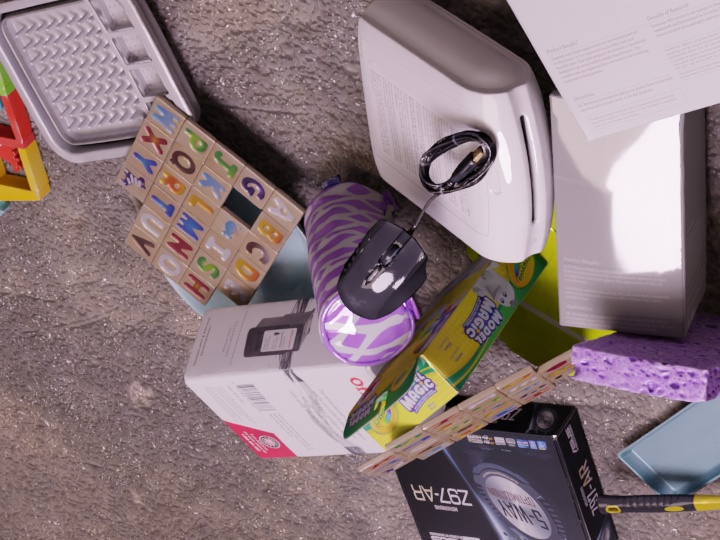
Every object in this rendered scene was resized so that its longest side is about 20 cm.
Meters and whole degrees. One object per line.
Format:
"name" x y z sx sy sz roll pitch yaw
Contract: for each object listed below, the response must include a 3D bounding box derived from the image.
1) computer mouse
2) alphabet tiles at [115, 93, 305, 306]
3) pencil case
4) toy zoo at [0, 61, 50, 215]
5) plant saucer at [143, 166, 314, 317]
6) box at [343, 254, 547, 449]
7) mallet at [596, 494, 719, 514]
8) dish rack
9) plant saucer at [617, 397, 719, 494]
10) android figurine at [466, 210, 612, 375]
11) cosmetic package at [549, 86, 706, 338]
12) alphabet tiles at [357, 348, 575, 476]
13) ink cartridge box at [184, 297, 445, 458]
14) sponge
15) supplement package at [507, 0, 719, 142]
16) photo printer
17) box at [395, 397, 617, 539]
"computer mouse" 0.039 -0.031 1.540 0.059 0.034 0.201 40 127 8
"alphabet tiles" -0.149 -0.051 1.863 0.167 0.008 0.200 38 140 3
"pencil case" 0.000 0.000 1.706 0.085 0.201 0.084 -17 121 5
"toy zoo" -0.377 -0.140 2.012 0.130 0.020 0.201 11 132 30
"plant saucer" -0.109 -0.021 1.897 0.199 0.039 0.202 21 135 22
"box" 0.066 0.063 1.648 0.048 0.200 0.117 44 138 -3
"mallet" 0.292 0.192 1.750 0.198 0.041 0.066 1 133 27
"dish rack" -0.236 -0.185 1.847 0.199 0.044 0.173 -5 123 40
"plant saucer" 0.300 0.137 1.736 0.070 0.019 0.200 43 139 -2
"android figurine" 0.169 0.011 1.707 0.181 0.041 0.201 30 138 12
"cosmetic package" 0.205 -0.056 1.554 0.106 0.090 0.202 8 118 19
"alphabet tiles" 0.094 0.119 1.679 0.006 0.199 0.166 62 -174 13
"ink cartridge box" -0.036 0.098 1.865 0.198 0.084 0.145 -6 142 31
"sponge" 0.256 0.064 1.573 0.111 0.199 0.030 9 102 33
"supplement package" 0.208 -0.227 1.384 0.190 0.147 0.201 -14 116 43
"photo printer" 0.079 -0.109 1.589 0.200 0.069 0.168 40 147 48
"box" 0.127 0.195 1.901 0.198 0.044 0.161 4 127 35
